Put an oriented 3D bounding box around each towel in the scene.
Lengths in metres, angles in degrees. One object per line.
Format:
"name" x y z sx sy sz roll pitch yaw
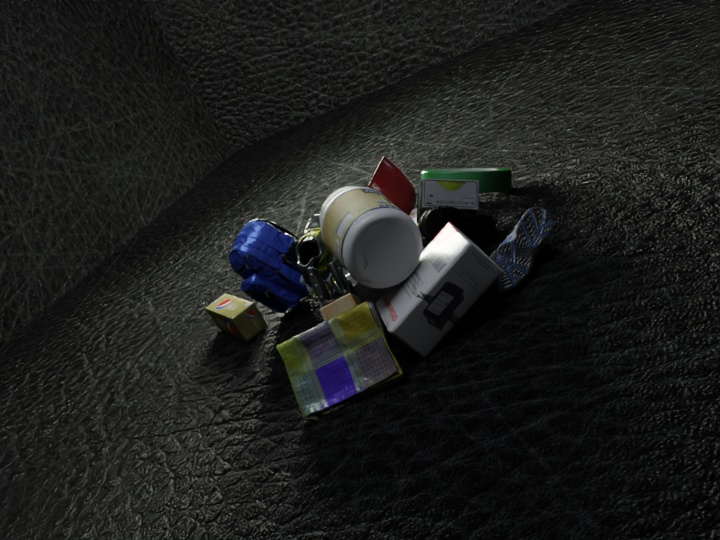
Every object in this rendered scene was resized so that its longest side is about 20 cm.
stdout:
"towel" -0.037 0.150 1.426 0.200 0.144 0.023 -25 -12 18

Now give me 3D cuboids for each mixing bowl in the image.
"mixing bowl" 0.054 -0.137 1.853 0.200 0.108 0.201 90 -154 -90

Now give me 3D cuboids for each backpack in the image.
"backpack" -0.199 -0.013 1.910 0.168 0.200 0.162 -61 14 -24

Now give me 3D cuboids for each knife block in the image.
"knife block" -0.027 0.082 1.468 0.064 0.176 0.200 -28 31 8

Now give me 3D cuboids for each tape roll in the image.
"tape roll" 0.235 -0.201 1.891 0.200 0.048 0.200 -1 9 0

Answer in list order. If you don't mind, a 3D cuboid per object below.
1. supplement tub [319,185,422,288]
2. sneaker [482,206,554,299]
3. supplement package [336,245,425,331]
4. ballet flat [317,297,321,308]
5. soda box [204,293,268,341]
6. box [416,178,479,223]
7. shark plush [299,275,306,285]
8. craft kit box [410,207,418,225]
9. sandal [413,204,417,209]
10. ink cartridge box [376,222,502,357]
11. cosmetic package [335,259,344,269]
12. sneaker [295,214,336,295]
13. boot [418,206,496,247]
"supplement tub" 0.012 -0.067 1.521 0.144 0.145 0.200 -32 29 -5
"sneaker" 0.276 -0.020 1.514 0.200 0.076 0.077 -47 -14 -20
"supplement package" 0.048 0.030 1.619 0.200 0.117 0.117 -30 20 3
"ballet flat" -0.004 0.019 1.801 0.200 0.070 0.069 -31 19 -3
"soda box" -0.292 0.108 1.991 0.064 0.068 0.200 -37 21 -19
"box" 0.177 -0.139 1.752 0.116 0.060 0.200 2 -6 2
"shark plush" -0.031 -0.015 1.810 0.200 0.091 0.083 -15 1 14
"craft kit box" 0.053 -0.053 1.933 0.200 0.049 0.198 -26 17 12
"sandal" 0.186 -0.161 1.988 0.080 0.054 0.200 -41 22 -28
"ink cartridge box" 0.131 0.031 1.463 0.200 0.084 0.145 -49 18 8
"cosmetic package" 0.000 0.000 1.708 0.200 0.151 0.052 -30 42 0
"sneaker" -0.082 -0.048 1.624 0.074 0.085 0.200 -18 43 13
"boot" 0.151 -0.075 1.696 0.211 0.080 0.158 7 -8 -44
